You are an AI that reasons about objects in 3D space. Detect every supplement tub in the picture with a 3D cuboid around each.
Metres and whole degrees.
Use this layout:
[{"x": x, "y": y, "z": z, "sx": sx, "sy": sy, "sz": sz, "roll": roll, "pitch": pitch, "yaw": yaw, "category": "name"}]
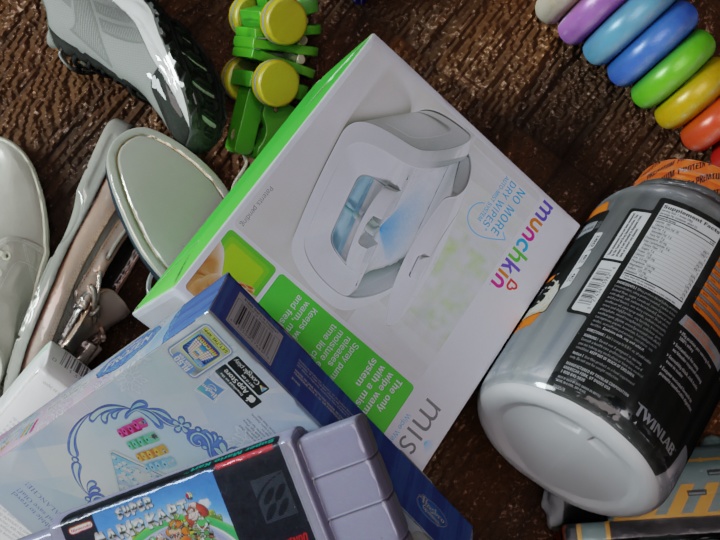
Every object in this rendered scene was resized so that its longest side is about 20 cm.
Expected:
[{"x": 0.166, "y": 0.034, "z": 0.733, "sx": 0.122, "sy": 0.123, "sz": 0.200, "roll": 35, "pitch": 61, "yaw": 5, "category": "supplement tub"}]

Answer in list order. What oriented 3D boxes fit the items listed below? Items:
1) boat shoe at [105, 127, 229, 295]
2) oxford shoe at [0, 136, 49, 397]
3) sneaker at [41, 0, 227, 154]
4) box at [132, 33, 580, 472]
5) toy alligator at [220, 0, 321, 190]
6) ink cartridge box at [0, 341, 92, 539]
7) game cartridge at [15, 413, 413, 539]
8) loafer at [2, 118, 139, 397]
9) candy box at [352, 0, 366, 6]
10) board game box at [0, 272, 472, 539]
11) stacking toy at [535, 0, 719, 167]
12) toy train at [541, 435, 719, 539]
[{"x": -0.094, "y": 0.001, "z": 0.773, "sx": 0.200, "sy": 0.062, "sz": 0.075, "roll": 49, "pitch": 64, "yaw": -9, "category": "boat shoe"}, {"x": -0.247, "y": 0.008, "z": 0.793, "sx": 0.075, "sy": 0.058, "sz": 0.201, "roll": 4, "pitch": 79, "yaw": 5, "category": "oxford shoe"}, {"x": -0.156, "y": -0.147, "z": 0.806, "sx": 0.079, "sy": 0.074, "sz": 0.200, "roll": -40, "pitch": 68, "yaw": 8, "category": "sneaker"}, {"x": 0.000, "y": 0.000, "z": 0.730, "sx": 0.176, "sy": 0.097, "sz": 0.200, "roll": 42, "pitch": 67, "yaw": -11, "category": "box"}, {"x": -0.058, "y": -0.116, "z": 0.814, "sx": 0.054, "sy": 0.059, "sz": 0.201, "roll": 3, "pitch": 100, "yaw": -32, "category": "toy alligator"}, {"x": -0.191, "y": 0.168, "z": 0.760, "sx": 0.161, "sy": 0.050, "sz": 0.200, "roll": 40, "pitch": 102, "yaw": -13, "category": "ink cartridge box"}, {"x": -0.069, "y": 0.160, "z": 0.606, "sx": 0.199, "sy": 0.038, "sz": 0.130, "roll": -22, "pitch": 93, "yaw": 12, "category": "game cartridge"}, {"x": -0.167, "y": 0.002, "z": 0.789, "sx": 0.063, "sy": 0.072, "sz": 0.201, "roll": 20, "pitch": 79, "yaw": -4, "category": "loafer"}, {"x": -0.025, "y": -0.309, "z": 0.827, "sx": 0.200, "sy": 0.077, "sz": 0.169, "roll": 40, "pitch": 85, "yaw": 5, "category": "candy box"}, {"x": -0.077, "y": 0.127, "z": 0.675, "sx": 0.199, "sy": 0.043, "sz": 0.200, "roll": -33, "pitch": 108, "yaw": 28, "category": "board game box"}, {"x": 0.209, "y": -0.129, "z": 0.803, "sx": 0.085, "sy": 0.085, "sz": 0.200, "roll": -43, "pitch": 90, "yaw": -5, "category": "stacking toy"}, {"x": 0.209, "y": 0.159, "z": 0.759, "sx": 0.199, "sy": 0.085, "sz": 0.114, "roll": -5, "pitch": 68, "yaw": 3, "category": "toy train"}]
